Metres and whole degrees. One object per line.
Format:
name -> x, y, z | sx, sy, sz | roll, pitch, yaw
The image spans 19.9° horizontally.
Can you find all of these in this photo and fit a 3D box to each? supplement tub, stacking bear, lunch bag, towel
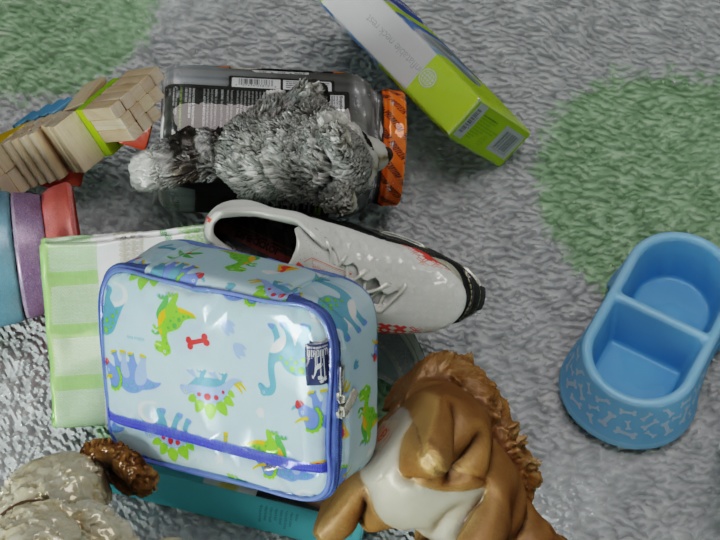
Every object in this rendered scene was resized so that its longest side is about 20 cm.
supplement tub -> -0.065, -0.105, 1.693 | 0.200, 0.123, 0.123 | 3, 54, -5
stacking bear -> -0.317, -0.002, 1.596 | 0.200, 0.114, 0.121 | -8, 56, -7
lunch bag -> -0.085, 0.072, 1.438 | 0.200, 0.161, 0.082 | 13, 24, 26
towel -> -0.135, 0.039, 1.538 | 0.200, 0.031, 0.149 | -4, 85, -9

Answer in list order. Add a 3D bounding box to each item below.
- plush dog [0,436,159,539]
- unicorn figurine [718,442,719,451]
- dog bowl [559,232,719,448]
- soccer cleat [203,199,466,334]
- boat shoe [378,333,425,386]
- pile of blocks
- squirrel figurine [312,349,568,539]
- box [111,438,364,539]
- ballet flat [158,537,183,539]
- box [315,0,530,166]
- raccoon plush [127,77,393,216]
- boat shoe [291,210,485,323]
plush dog -> -0.221, 0.197, 1.422 | 0.200, 0.160, 0.172 | -32, 30, 11
unicorn figurine -> 0.315, 0.129, 1.576 | 0.074, 0.200, 0.137 | 14, 27, 9
dog bowl -> 0.238, 0.049, 1.653 | 0.111, 0.050, 0.200 | 26, 55, 12
soccer cleat -> -0.021, -0.002, 1.486 | 0.200, 0.085, 0.069 | 21, 92, 6
boat shoe -> -0.030, 0.035, 1.631 | 0.202, 0.074, 0.065 | 39, 66, 24
pile of blocks -> -0.231, -0.106, 1.681 | 0.200, 0.062, 0.082 | -17, 26, 31
squirrel figurine -> 0.091, 0.163, 1.495 | 0.187, 0.142, 0.200 | 38, 34, -14
box -> -0.087, 0.146, 1.556 | 0.200, 0.049, 0.082 | 13, 54, 3
ballet flat -> -0.154, 0.282, 1.451 | 0.069, 0.069, 0.200 | 6, 52, -2
box -> 0.049, -0.180, 1.763 | 0.048, 0.122, 0.200 | -47, 65, 11
raccoon plush -> -0.075, -0.069, 1.568 | 0.200, 0.097, 0.134 | -24, 18, 3
boat shoe -> 0.000, 0.000, 1.583 | 0.200, 0.072, 0.068 | 16, 13, 26
